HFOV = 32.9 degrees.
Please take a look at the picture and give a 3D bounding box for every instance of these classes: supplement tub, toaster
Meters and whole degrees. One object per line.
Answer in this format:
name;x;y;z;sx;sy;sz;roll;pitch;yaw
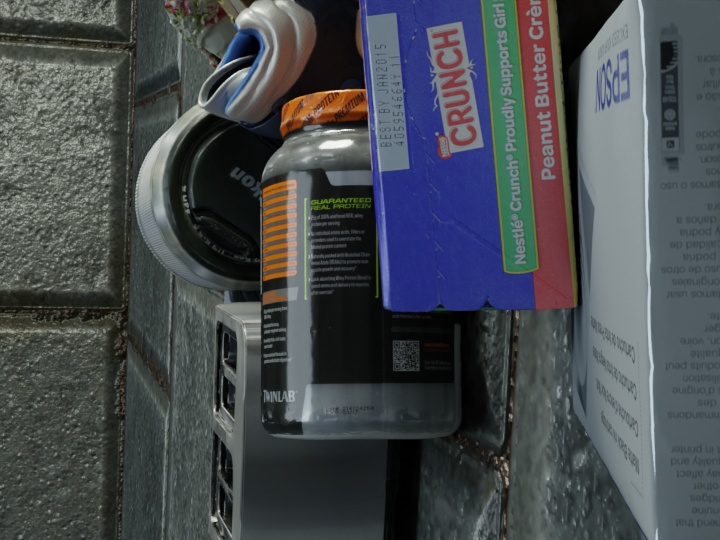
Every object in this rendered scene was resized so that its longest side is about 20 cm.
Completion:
supplement tub;0.000;0.000;0.736;0.122;0.122;0.202;159;112;-73
toaster;-0.040;0.119;0.866;0.200;0.118;0.182;-165;76;-74

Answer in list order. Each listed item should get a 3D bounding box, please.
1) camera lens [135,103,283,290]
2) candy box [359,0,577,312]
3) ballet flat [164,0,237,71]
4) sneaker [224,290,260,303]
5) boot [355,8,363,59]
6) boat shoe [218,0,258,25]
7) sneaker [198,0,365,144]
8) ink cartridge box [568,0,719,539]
camera lens;-0.109;-0.063;1.047;0.200;0.159;0.161;176;95;-74
candy box;0.047;-0.070;0.527;0.200;0.076;0.170;-11;-83;-82
ballet flat;-0.094;-0.185;0.967;0.064;0.076;0.200;52;-175;13
sneaker;-0.090;0.076;1.127;0.201;0.073;0.071;-107;27;-46
boot;0.042;-0.208;0.727;0.144;0.070;0.203;-148;57;-64
boat shoe;-0.058;-0.195;0.889;0.069;0.074;0.200;42;174;40
sneaker;-0.052;-0.102;0.863;0.081;0.146;0.201;55;140;45
ink cartridge box;0.096;0.021;0.401;0.200;0.040;0.202;-31;-62;-85
